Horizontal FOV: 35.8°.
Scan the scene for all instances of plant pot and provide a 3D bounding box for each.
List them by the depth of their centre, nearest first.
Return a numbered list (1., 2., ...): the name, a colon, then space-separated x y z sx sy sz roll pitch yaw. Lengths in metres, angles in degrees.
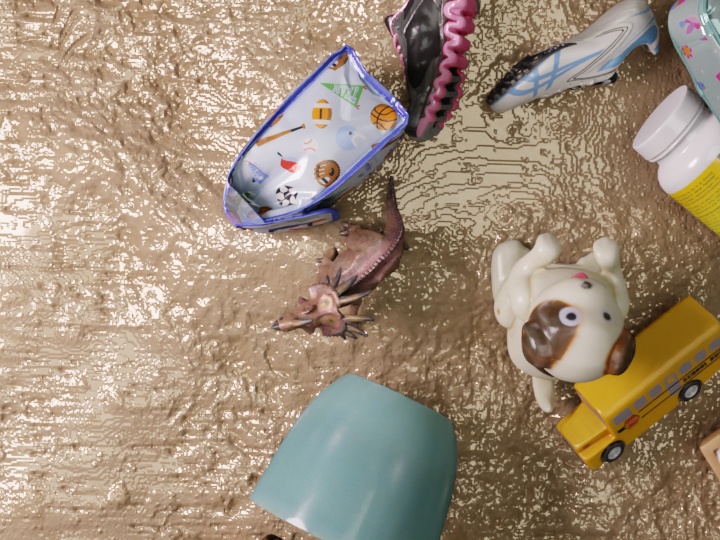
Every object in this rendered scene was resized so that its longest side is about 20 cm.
1. plant pot: 0.008 0.204 1.150 0.200 0.201 0.162 26 81 -4

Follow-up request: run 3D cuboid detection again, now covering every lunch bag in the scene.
1. lunch bag: 0.410 -0.221 1.104 0.160 0.077 0.201 -34 97 -15
2. lunch bag: -0.051 -0.112 1.134 0.200 0.170 0.124 -42 90 -1

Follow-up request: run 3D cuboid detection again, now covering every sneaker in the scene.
1. sneaker: 0.067 -0.239 1.189 0.095 0.079 0.201 14 93 18
2. sneaker: 0.229 -0.217 1.192 0.199 0.072 0.073 -29 103 3

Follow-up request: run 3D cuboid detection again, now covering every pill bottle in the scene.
1. pill bottle: 0.393 -0.101 1.184 0.200 0.112 0.113 38 91 -5

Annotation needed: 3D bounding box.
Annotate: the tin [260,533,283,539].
1. tin: -0.040 0.361 1.193 0.200 0.112 0.042 44 90 -5

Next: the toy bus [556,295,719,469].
1. toy bus: 0.302 0.122 1.202 0.200 0.065 0.078 -38 134 0

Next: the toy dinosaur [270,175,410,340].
1. toy dinosaur: 0.000 0.000 1.160 0.086 0.136 0.200 37 91 -5

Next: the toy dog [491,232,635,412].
1. toy dog: 0.202 0.054 1.141 0.139 0.200 0.195 17 92 -3

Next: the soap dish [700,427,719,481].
1. soap dish: 0.489 0.199 1.226 0.199 0.081 0.158 -34 95 -1
